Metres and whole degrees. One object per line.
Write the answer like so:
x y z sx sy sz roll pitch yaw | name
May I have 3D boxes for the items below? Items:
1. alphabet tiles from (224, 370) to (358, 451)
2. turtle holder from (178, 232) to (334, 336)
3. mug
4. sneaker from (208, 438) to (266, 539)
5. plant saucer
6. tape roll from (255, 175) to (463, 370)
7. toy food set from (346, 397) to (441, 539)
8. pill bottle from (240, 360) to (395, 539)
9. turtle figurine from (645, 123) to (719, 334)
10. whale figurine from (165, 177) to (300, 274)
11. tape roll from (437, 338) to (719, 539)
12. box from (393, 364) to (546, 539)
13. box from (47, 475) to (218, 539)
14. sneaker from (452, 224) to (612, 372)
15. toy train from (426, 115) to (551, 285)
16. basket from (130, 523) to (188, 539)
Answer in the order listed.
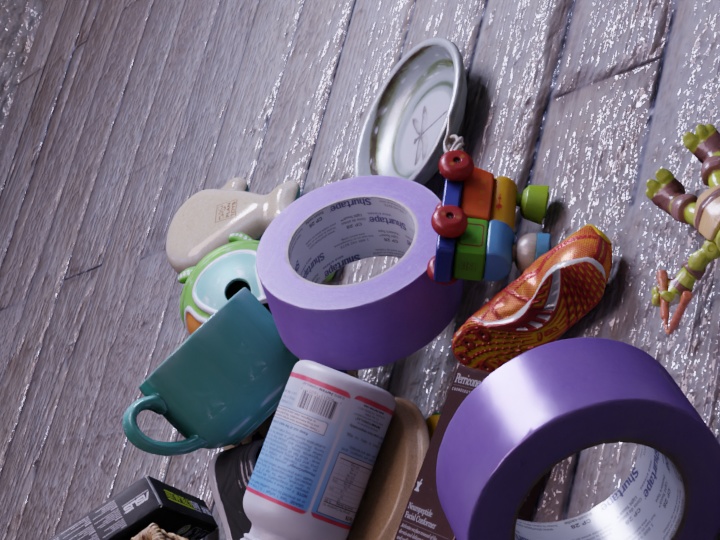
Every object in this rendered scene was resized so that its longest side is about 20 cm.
-0.075 0.132 1.768 0.199 0.006 0.168 -30 48 34 | alphabet tiles
-0.116 0.040 1.958 0.132 0.184 0.142 -134 38 -63 | turtle holder
-0.148 0.121 1.729 0.185 0.114 0.152 -44 1 4 | mug
-0.086 0.261 1.683 0.099 0.070 0.202 -39 70 49 | sneaker
0.066 -0.157 1.846 0.200 0.050 0.202 -43 35 40 | plant saucer
0.000 0.000 1.677 0.198 0.085 0.201 -11 41 9 | tape roll
0.016 0.222 1.631 0.197 0.048 0.202 -19 52 57 | toy food set
-0.047 0.196 1.593 0.109 0.108 0.202 10 77 63 | pill bottle
0.289 -0.055 1.324 0.162 0.064 0.201 -102 34 -61 | turtle figurine
-0.153 -0.046 2.146 0.198 0.104 0.160 -19 48 25 | whale figurine
0.161 0.157 1.220 0.201 0.199 0.085 -57 27 17 | tape roll
0.102 0.192 1.466 0.100 0.074 0.202 6 72 63 | box
-0.280 0.315 1.893 0.199 0.193 0.048 -33 71 3 | box
0.160 0.033 1.514 0.200 0.073 0.077 -37 16 39 | sneaker
0.130 -0.074 1.598 0.085 0.114 0.201 93 -175 -50 | toy train
-0.217 0.395 1.816 0.200 0.148 0.144 -42 35 39 | basket
